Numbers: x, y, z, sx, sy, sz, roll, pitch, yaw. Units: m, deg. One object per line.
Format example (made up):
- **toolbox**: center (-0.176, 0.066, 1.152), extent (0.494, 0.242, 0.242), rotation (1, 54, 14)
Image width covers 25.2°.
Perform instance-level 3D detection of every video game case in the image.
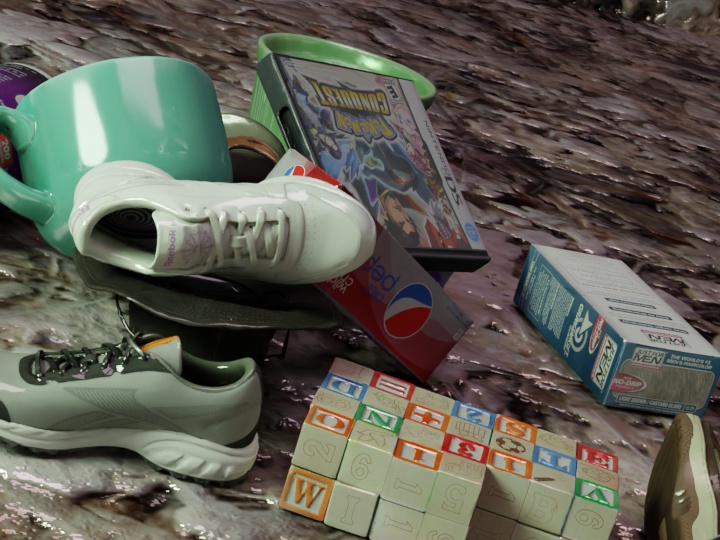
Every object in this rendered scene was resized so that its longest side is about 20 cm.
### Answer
- **video game case**: center (0.014, -0.085, 1.321), extent (0.199, 0.025, 0.182), rotation (2, 61, -54)

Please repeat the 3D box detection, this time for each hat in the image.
- **hat**: center (-0.106, 0.041, 1.074), extent (0.198, 0.082, 0.201), rotation (11, 12, -2)

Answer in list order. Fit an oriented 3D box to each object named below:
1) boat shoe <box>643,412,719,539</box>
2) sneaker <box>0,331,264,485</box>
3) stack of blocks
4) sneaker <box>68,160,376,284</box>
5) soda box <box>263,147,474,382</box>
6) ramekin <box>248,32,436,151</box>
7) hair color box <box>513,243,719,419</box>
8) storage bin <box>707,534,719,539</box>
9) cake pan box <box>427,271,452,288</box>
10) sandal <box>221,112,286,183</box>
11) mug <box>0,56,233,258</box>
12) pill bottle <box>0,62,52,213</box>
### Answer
- **boat shoe**: center (0.230, 0.169, 1.045), extent (0.074, 0.075, 0.203), rotation (20, 31, -1)
- **sneaker**: center (-0.152, 0.068, 0.969), extent (0.198, 0.080, 0.074), rotation (11, 21, -15)
- **stack of blocks**: center (0.059, 0.131, 1.008), extent (0.198, 0.059, 0.115), rotation (19, 19, 3)
- **sneaker**: center (-0.089, -0.018, 1.023), extent (0.198, 0.076, 0.100), rotation (4, 20, -2)
- **soda box**: center (0.000, 0.000, 1.173), extent (0.070, 0.064, 0.200), rotation (37, -5, 46)
- **ramekin**: center (-0.026, -0.175, 1.728), extent (0.198, 0.099, 0.200), rotation (15, 19, -5)
- **hair color box**: center (0.215, 0.049, 1.372), extent (0.099, 0.061, 0.200), rotation (9, 20, -21)
- **storage bin**: center (0.311, 0.183, 0.934), extent (0.199, 0.145, 0.135), rotation (-7, 69, -50)
- **cake pan box**: center (-0.040, -0.053, 1.383), extent (0.183, 0.053, 0.200), rotation (24, 10, -47)
- **sandal**: center (-0.091, -0.064, 1.244), extent (0.081, 0.055, 0.201), rotation (-18, 45, 0)
- **mug**: center (-0.184, -0.066, 1.176), extent (0.183, 0.116, 0.152), rotation (-14, -17, -4)
- **pill bottle**: center (-0.293, -0.101, 1.262), extent (0.111, 0.114, 0.200), rotation (21, 20, 12)
